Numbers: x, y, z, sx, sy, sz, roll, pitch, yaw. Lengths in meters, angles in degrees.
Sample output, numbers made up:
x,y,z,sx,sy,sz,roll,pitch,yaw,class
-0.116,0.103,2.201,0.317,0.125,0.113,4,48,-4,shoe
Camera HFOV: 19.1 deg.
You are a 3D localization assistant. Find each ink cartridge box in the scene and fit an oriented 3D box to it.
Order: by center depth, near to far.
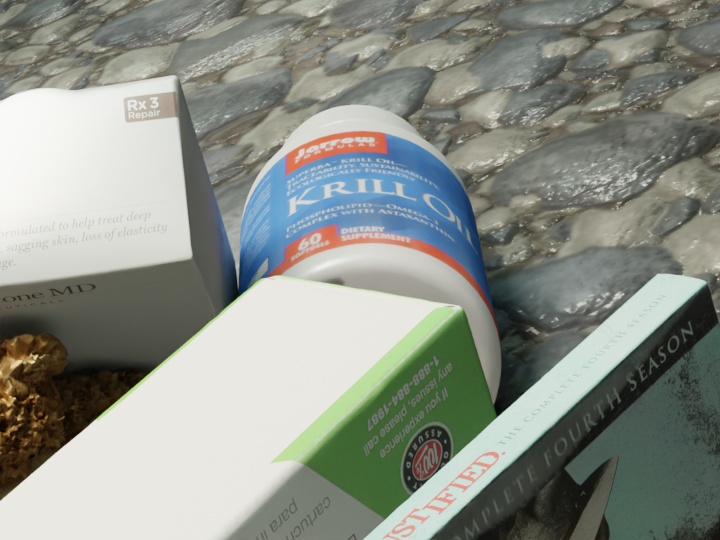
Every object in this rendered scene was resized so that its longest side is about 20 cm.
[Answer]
x,y,z,sx,sy,sz,roll,pitch,yaw,class
-0.014,0.127,0.618,0.084,0.201,0.145,8,38,41,ink cartridge box

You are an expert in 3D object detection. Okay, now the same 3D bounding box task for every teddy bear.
x,y,z,sx,sy,sz,roll,pitch,yaw,class
-0.141,0.089,0.868,0.144,0.067,0.200,-10,-19,-22,teddy bear

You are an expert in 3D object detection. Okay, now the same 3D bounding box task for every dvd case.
x,y,z,sx,sy,sz,roll,pitch,yaw,class
0.067,0.123,0.560,0.022,0.201,0.146,9,38,47,dvd case

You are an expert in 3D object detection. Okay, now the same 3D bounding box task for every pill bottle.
x,y,z,sx,sy,sz,roll,pitch,yaw,class
0.000,0.000,0.956,0.111,0.113,0.200,-19,26,6,pill bottle

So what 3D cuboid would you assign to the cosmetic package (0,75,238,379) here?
x,y,z,sx,sy,sz,roll,pitch,yaw,class
-0.110,0.002,0.873,0.112,0.200,0.082,-8,70,2,cosmetic package
